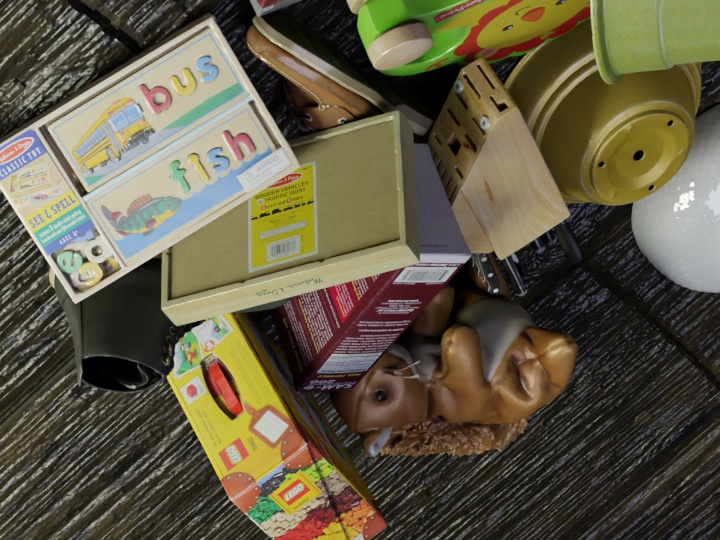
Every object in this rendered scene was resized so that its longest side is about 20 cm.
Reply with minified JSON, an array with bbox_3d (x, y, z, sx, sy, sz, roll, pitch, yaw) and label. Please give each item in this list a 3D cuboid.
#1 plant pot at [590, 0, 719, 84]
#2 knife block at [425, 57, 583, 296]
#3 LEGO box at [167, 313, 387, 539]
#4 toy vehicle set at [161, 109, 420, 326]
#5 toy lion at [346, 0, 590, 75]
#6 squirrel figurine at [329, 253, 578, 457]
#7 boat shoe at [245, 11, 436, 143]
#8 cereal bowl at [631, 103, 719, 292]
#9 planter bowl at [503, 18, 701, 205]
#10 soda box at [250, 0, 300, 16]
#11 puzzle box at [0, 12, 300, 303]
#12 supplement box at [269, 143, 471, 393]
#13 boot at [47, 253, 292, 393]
[{"bbox_3d":[0.280,-0.228,1.607,0.189,0.200,0.200,7,139,18],"label":"plant pot"},{"bbox_3d":[0.128,-0.069,1.754,0.175,0.064,0.200,-1,133,-33],"label":"knife block"},{"bbox_3d":[-0.077,0.128,1.781,0.077,0.200,0.149,-36,137,4],"label":"LEGO box"},{"bbox_3d":[-0.054,-0.039,1.641,0.199,0.125,0.027,-14,144,19],"label":"toy vehicle set"},{"bbox_3d":[0.099,-0.197,1.653,0.199,0.069,0.192,-24,166,3],"label":"toy lion"},{"bbox_3d":[0.061,0.105,1.878,0.186,0.142,0.200,-23,146,-24],"label":"squirrel figurine"},{"bbox_3d":[-0.023,-0.129,1.669,0.068,0.072,0.200,-47,136,14],"label":"boat shoe"},{"bbox_3d":[0.346,-0.056,1.949,0.200,0.083,0.200,-16,134,-17],"label":"cereal bowl"},{"bbox_3d":[0.212,-0.115,1.814,0.200,0.084,0.201,-16,136,-17],"label":"planter bowl"},{"bbox_3d":[0.007,-0.251,1.563,0.200,0.064,0.070,-23,175,-11],"label":"soda box"},{"bbox_3d":[-0.161,-0.083,1.618,0.200,0.025,0.133,-32,105,-1],"label":"puzzle box"},{"bbox_3d":[0.000,0.000,1.736,0.061,0.109,0.200,0,147,-34],"label":"supplement box"},{"bbox_3d":[-0.135,0.042,1.690,0.199,0.139,0.078,0,133,-16],"label":"boot"}]
